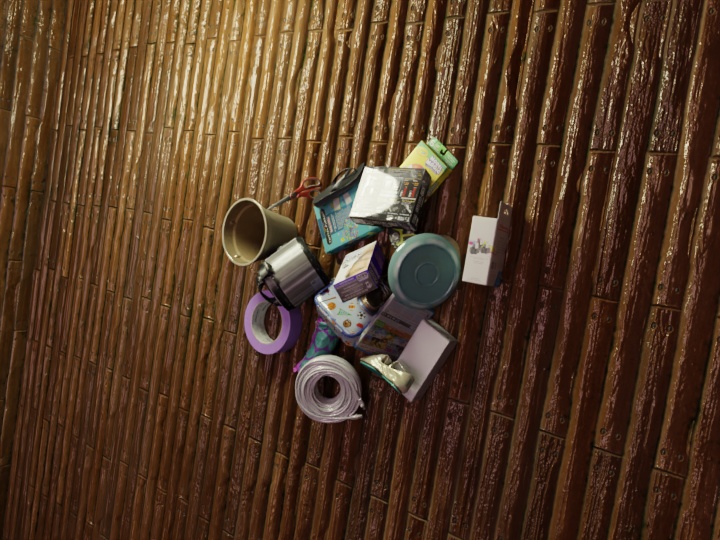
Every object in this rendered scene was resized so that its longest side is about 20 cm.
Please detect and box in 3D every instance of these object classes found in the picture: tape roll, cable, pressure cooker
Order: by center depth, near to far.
[{"bbox_3d":[-0.091,0.343,1.519,0.195,0.069,0.205,-13,99,9],"label":"cable"},{"bbox_3d":[-0.212,0.018,1.559,0.198,0.179,0.178,-35,102,-2],"label":"pressure cooker"},{"bbox_3d":[-0.285,0.167,1.697,0.196,0.065,0.206,-2,87,33],"label":"tape roll"}]

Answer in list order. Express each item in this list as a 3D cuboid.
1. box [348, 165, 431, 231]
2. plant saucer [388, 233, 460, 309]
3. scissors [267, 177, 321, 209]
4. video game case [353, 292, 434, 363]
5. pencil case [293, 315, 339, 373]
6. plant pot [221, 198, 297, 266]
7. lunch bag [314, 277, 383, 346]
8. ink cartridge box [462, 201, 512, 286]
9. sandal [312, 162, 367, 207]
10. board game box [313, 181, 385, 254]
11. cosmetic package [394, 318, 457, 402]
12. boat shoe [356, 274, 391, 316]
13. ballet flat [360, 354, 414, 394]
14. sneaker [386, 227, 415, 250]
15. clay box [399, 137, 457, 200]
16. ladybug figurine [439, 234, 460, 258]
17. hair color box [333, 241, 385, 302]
[{"bbox_3d":[0.078,-0.198,1.412,0.196,0.050,0.161,9,74,33],"label":"box"},{"bbox_3d":[0.168,0.008,1.339,0.195,0.027,0.205,-3,106,-10],"label":"plant saucer"},{"bbox_3d":[-0.206,-0.238,1.607,0.014,0.196,0.075,-8,98,62],"label":"scissors"},{"bbox_3d":[0.092,0.159,1.425,0.201,0.141,0.018,-53,30,18],"label":"video game case"},{"bbox_3d":[-0.124,0.232,1.575,0.204,0.091,0.085,-66,22,14],"label":"pencil case"},{"bbox_3d":[-0.302,-0.112,1.647,0.197,0.182,0.206,-2,86,35],"label":"plant pot"},{"bbox_3d":[-0.030,0.104,1.495,0.159,0.076,0.200,-34,60,-19],"label":"lunch bag"},{"bbox_3d":[0.318,-0.067,1.299,0.067,0.114,0.205,11,93,31],"label":"ink cartridge box"},{"bbox_3d":[-0.065,-0.258,1.553,0.198,0.077,0.043,-33,116,12],"label":"sandal"},{"bbox_3d":[-0.035,-0.158,1.564,0.197,0.047,0.154,-23,75,29],"label":"board game box"},{"bbox_3d":[0.165,0.241,1.407,0.101,0.074,0.202,39,106,28],"label":"cosmetic package"},{"bbox_3d":[0.047,0.054,1.416,0.072,0.200,0.072,44,114,-4],"label":"boat shoe"},{"bbox_3d":[0.073,0.263,1.393,0.199,0.068,0.071,27,103,53],"label":"ballet flat"},{"bbox_3d":[0.111,-0.115,1.438,0.075,0.076,0.203,-31,59,16],"label":"sneaker"},{"bbox_3d":[0.164,-0.262,1.444,0.201,0.047,0.115,-50,65,21],"label":"clay box"},{"bbox_3d":[0.181,-0.009,1.407,0.136,0.071,0.201,49,112,24],"label":"ladybug figurine"},{"bbox_3d":[0.000,0.000,1.438,0.107,0.201,0.066,-24,110,18],"label":"hair color box"}]
